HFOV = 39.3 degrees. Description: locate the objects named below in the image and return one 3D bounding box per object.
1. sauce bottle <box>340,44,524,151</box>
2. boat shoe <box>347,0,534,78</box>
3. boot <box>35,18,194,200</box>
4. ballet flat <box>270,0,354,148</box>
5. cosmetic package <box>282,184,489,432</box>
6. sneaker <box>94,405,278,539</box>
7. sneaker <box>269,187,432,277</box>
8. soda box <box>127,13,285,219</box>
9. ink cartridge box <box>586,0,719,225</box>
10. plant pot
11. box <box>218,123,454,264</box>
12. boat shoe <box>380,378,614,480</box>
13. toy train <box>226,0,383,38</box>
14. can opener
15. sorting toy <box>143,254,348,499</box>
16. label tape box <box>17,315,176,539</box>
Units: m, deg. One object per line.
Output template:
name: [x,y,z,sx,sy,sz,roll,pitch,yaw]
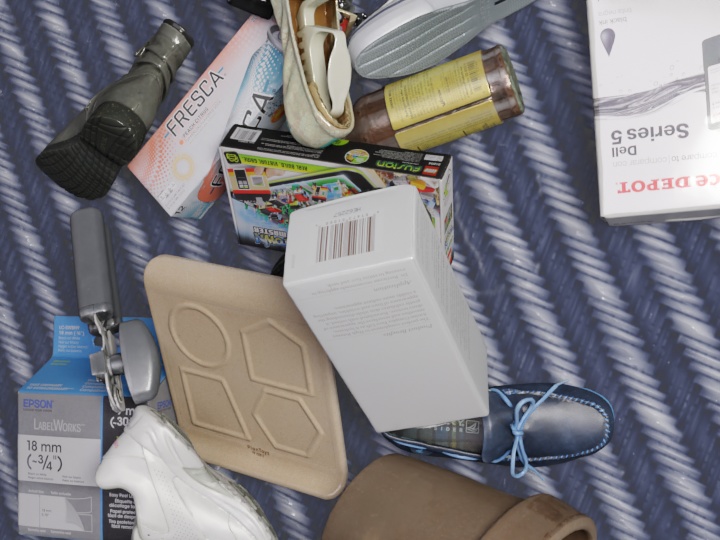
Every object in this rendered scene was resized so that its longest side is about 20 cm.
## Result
sauce bottle: [0.039,-0.131,0.861,0.197,0.065,0.066,-16,85,16]
boat shoe: [0.070,-0.227,0.840,0.197,0.074,0.067,-26,64,-11]
boot: [-0.222,-0.147,0.939,0.199,0.067,0.132,-19,39,52]
ballet flat: [-0.034,-0.201,0.804,0.062,0.067,0.204,-1,100,50]
cosmetic package: [0.026,0.036,0.761,0.100,0.201,0.075,-10,49,17]
sneaker: [-0.151,0.216,0.887,0.099,0.078,0.200,-45,98,-7]
sneaker: [0.000,0.000,0.841,0.199,0.090,0.077,-30,35,47]
soda box: [-0.117,-0.141,0.912,0.068,0.063,0.200,45,103,13]
ink cartridge box: [0.253,-0.143,0.783,0.143,0.084,0.204,-4,88,17]
plant pot: [0.064,0.237,0.802,0.173,0.199,0.203,31,99,32]
box: [-0.018,-0.058,0.862,0.196,0.035,0.111,10,134,18]
boat shoe: [0.109,0.137,0.835,0.196,0.069,0.086,-9,87,17]
toy train: [-0.029,-0.215,0.857,0.197,0.034,0.047,18,64,-12]
can opener: [-0.222,0.032,0.922,0.066,0.054,0.203,-13,62,-3]
sorting toy: [-0.096,0.090,0.878,0.182,0.036,0.203,10,120,27]
label tape box: [-0.248,0.147,0.951,0.141,0.063,0.204,0,90,17]
